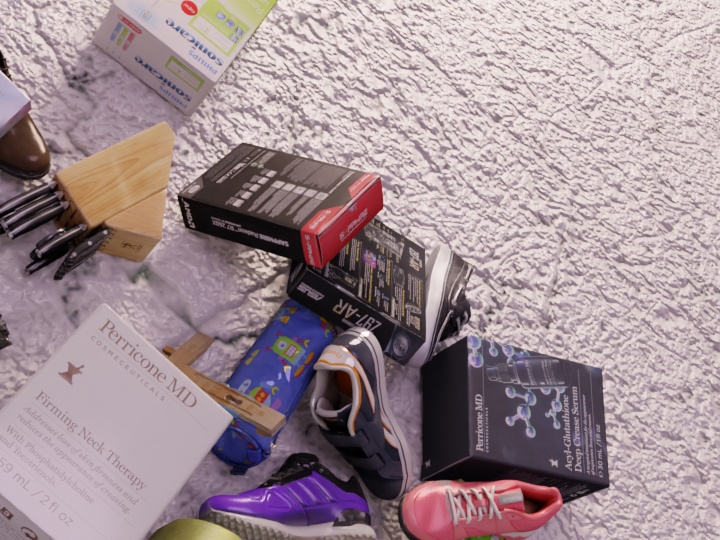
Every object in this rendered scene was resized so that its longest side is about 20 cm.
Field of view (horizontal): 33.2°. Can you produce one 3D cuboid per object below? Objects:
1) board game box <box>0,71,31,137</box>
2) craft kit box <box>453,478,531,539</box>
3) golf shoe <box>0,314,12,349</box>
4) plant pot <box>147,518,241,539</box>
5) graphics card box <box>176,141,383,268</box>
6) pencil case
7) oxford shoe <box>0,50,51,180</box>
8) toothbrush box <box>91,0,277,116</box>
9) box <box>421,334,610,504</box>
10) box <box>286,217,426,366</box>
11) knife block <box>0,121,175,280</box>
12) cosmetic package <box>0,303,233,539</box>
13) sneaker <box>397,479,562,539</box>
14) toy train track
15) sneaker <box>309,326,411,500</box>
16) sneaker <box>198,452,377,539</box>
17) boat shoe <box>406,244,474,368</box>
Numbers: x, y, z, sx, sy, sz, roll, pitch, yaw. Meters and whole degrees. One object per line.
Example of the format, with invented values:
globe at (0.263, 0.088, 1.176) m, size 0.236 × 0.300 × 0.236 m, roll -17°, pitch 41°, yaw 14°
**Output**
board game box at (-0.465, -0.166, 1.180) m, size 0.200 × 0.043 × 0.199 m, roll 45°, pitch 77°, yaw -5°
craft kit box at (0.133, 0.370, 1.335) m, size 0.200 × 0.048 × 0.198 m, roll 41°, pitch 49°, yaw -8°
golf shoe at (-0.425, 0.023, 1.149) m, size 0.095 × 0.078 × 0.200 m, roll -45°, pitch 116°, yaw 0°
plant pot at (-0.170, 0.334, 1.086) m, size 0.200 × 0.200 × 0.184 m, roll 41°, pitch 40°, yaw -8°
graphics card box at (-0.089, -0.076, 1.335) m, size 0.199 × 0.051 × 0.125 m, roll 17°, pitch 44°, yaw 30°
pencil case at (-0.094, 0.121, 1.292) m, size 0.086 × 0.078 × 0.200 m, roll 25°, pitch 52°, yaw 10°
oxford shoe at (-0.389, -0.182, 1.257) m, size 0.200 × 0.084 × 0.073 m, roll 52°, pitch 50°, yaw -2°
toothbrush box at (-0.199, -0.308, 1.437) m, size 0.145 × 0.086 × 0.200 m, roll 38°, pitch 54°, yaw -10°
box at (0.180, 0.179, 1.417) m, size 0.199 × 0.107 × 0.149 m, roll 15°, pitch 61°, yaw -25°
box at (0.000, 0.000, 1.381) m, size 0.160 × 0.044 × 0.200 m, roll 31°, pitch 28°, yaw -16°
knife block at (-0.295, -0.083, 1.278) m, size 0.175 × 0.064 × 0.201 m, roll 17°, pitch 59°, yaw -25°
cosmetic package at (-0.260, 0.175, 1.107) m, size 0.167 × 0.166 × 0.200 m, roll 42°, pitch 51°, yaw -7°
sneaker at (0.133, 0.252, 1.312) m, size 0.199 × 0.087 × 0.074 m, roll 3°, pitch 64°, yaw -31°
toy train track at (-0.160, 0.125, 1.225) m, size 0.199 × 0.033 × 0.115 m, roll 22°, pitch 45°, yaw 28°
sneaker at (-0.006, 0.167, 1.295) m, size 0.079 × 0.078 × 0.201 m, roll -31°, pitch 111°, yaw -45°
sneaker at (-0.079, 0.238, 1.258) m, size 0.199 × 0.070 × 0.100 m, roll 13°, pitch 54°, yaw -31°
boat shoe at (0.099, 0.049, 1.435) m, size 0.067 × 0.072 × 0.200 m, roll 26°, pitch 36°, yaw -5°
